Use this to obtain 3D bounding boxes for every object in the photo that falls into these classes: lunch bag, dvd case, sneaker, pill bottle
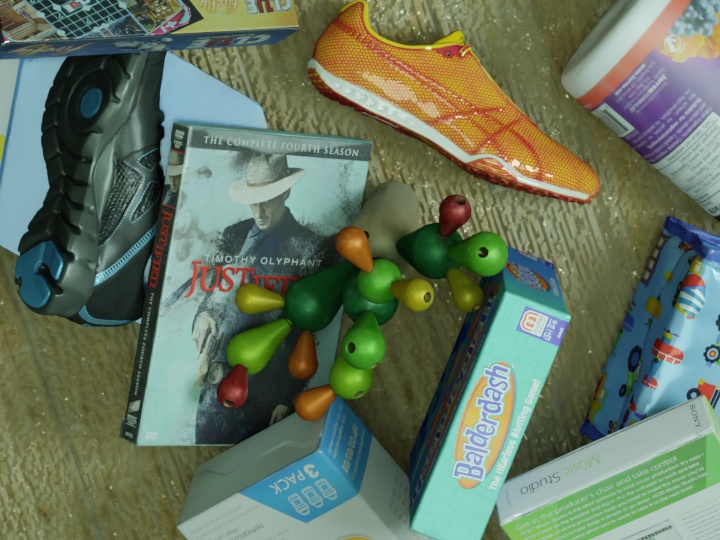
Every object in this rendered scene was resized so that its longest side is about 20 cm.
[{"bbox_3d":[0.263,0.075,1.716,0.200,0.094,0.151,19,99,-14],"label":"lunch bag"},{"bbox_3d":[-0.070,0.011,1.692,0.146,0.022,0.200,4,100,-39],"label":"dvd case"},{"bbox_3d":[-0.151,-0.063,1.671,0.082,0.073,0.200,20,82,-41],"label":"sneaker"},{"bbox_3d":[0.066,-0.103,1.691,0.200,0.073,0.077,30,88,-6],"label":"sneaker"},{"bbox_3d":[0.231,-0.093,1.667,0.200,0.111,0.111,40,97,-5],"label":"pill bottle"}]

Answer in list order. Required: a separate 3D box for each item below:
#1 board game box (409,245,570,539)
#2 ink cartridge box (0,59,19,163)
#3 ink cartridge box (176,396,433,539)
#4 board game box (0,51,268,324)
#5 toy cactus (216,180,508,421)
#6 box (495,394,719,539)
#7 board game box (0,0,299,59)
[{"bbox_3d":[0.076,0.072,1.651,0.045,0.200,0.152,21,98,-3],"label":"board game box"},{"bbox_3d":[-0.293,-0.105,1.660,0.145,0.083,0.200,12,93,20],"label":"ink cartridge box"},{"bbox_3d":[-0.006,0.187,1.700,0.115,0.068,0.200,-30,113,24],"label":"ink cartridge box"},{"bbox_3d":[-0.154,-0.066,1.717,0.200,0.039,0.158,29,92,-6],"label":"board game box"},{"bbox_3d":[0.000,0.000,1.653,0.200,0.165,0.102,-35,113,30],"label":"toy cactus"},{"bbox_3d":[0.187,0.173,1.688,0.144,0.036,0.200,-25,132,12],"label":"box"},{"bbox_3d":[-0.141,-0.198,1.626,0.200,0.035,0.136,-6,80,-32],"label":"board game box"}]
